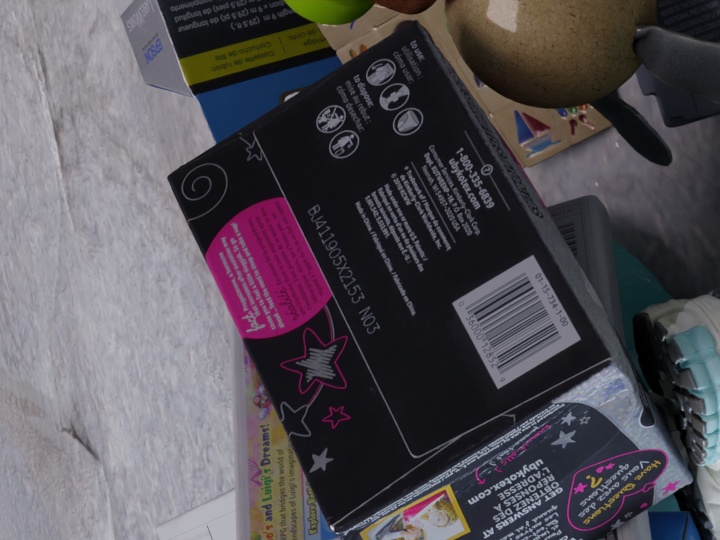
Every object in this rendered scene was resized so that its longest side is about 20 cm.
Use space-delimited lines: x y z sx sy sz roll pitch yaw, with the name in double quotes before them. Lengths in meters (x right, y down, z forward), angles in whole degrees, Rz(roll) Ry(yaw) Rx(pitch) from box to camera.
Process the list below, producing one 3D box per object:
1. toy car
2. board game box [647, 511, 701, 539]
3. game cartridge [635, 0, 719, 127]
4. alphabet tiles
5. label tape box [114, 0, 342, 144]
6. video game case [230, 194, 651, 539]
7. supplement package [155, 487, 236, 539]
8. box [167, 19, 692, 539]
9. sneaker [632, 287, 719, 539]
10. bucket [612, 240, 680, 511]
"toy car" 0.086 -0.133 1.076 0.200 0.158 0.164 44 155 -3
"board game box" 0.077 0.190 1.129 0.199 0.056 0.196 -3 137 25
"game cartridge" 0.169 -0.140 1.052 0.200 0.040 0.134 -14 97 64
"alphabet tiles" 0.040 -0.139 1.232 0.166 0.006 0.200 -27 101 46
"label tape box" -0.058 -0.157 1.356 0.063 0.144 0.201 -32 76 63
"video game case" 0.030 0.076 1.081 0.024 0.182 0.201 50 -150 -51
"supplement package" -0.031 0.176 1.544 0.200 0.109 0.114 -30 79 63
"box" 0.028 0.023 1.027 0.115 0.132 0.200 52 -172 -52
"sneaker" 0.167 0.060 1.045 0.200 0.086 0.078 76 170 -69
"bucket" 0.075 0.082 1.225 0.207 0.135 0.208 40 145 36
